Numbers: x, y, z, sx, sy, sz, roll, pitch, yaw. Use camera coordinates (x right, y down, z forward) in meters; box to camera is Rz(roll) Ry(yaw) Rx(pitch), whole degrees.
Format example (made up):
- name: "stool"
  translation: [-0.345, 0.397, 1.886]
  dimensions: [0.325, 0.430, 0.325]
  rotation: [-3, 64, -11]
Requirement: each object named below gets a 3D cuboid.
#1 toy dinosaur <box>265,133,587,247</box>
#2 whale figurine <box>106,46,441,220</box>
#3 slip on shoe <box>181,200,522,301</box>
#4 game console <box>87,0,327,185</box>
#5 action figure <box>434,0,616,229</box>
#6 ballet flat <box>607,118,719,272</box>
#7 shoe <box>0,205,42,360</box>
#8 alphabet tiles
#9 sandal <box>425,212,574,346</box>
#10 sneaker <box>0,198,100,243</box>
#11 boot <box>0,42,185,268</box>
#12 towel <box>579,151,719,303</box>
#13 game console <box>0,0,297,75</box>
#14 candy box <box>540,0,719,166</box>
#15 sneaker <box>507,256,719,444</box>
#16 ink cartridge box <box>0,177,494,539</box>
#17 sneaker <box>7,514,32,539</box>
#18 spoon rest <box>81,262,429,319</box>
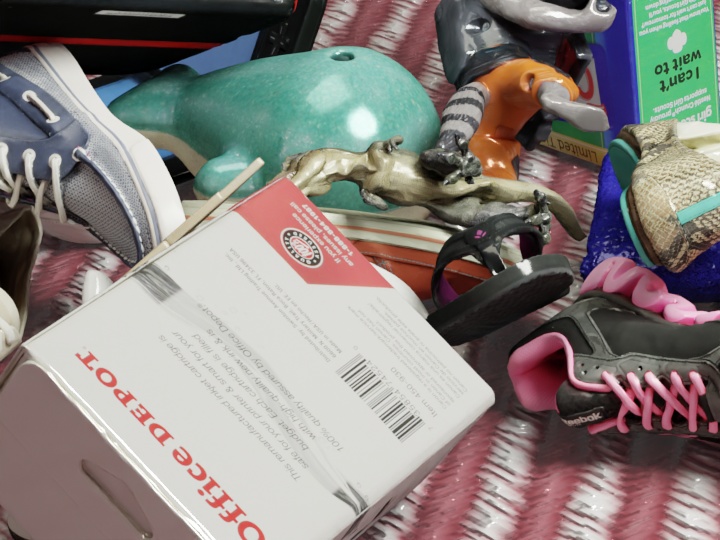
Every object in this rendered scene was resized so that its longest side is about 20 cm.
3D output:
- name: "toy dinosaur"
  translation: [0.053, -0.041, 1.560]
  dimensions: [0.199, 0.048, 0.088]
  rotation: [11, -3, -27]
- name: "whale figurine"
  translation: [-0.046, -0.086, 1.714]
  dimensions: [0.199, 0.104, 0.159]
  rotation: [22, 33, 24]
- name: "slip on shoe"
  translation: [0.000, 0.000, 1.596]
  dimensions: [0.199, 0.062, 0.074]
  rotation: [5, 3, -7]
- name: "game console"
  translation: [-0.132, -0.132, 1.872]
  dimensions: [0.116, 0.177, 0.200]
  rotation: [14, 11, -32]
- name: "action figure"
  translation: [0.087, -0.129, 1.669]
  dimensions: [0.104, 0.201, 0.194]
  rotation: [12, 38, -15]
- name: "ballet flat"
  translation: [0.166, -0.043, 1.496]
  dimensions: [0.075, 0.068, 0.200]
  rotation: [-24, 7, 7]
- name: "shoe"
  translation: [-0.206, 0.008, 1.609]
  dimensions: [0.053, 0.070, 0.200]
  rotation: [-13, 20, 5]
- name: "alphabet tiles"
  translation: [-0.117, 0.011, 1.421]
  dimensions: [0.166, 0.006, 0.200]
  rotation: [-43, 2, -14]
- name: "sandal"
  translation: [0.063, 0.003, 1.477]
  dimensions: [0.075, 0.048, 0.200]
  rotation: [-26, -4, 2]
- name: "sneaker"
  translation: [-0.226, -0.063, 1.727]
  dimensions: [0.199, 0.078, 0.099]
  rotation: [-2, -16, 15]
- name: "boot"
  translation: [-0.167, -0.049, 1.605]
  dimensions: [0.090, 0.073, 0.200]
  rotation: [-17, 37, -23]
- name: "towel"
  translation: [0.219, -0.030, 1.611]
  dimensions: [0.199, 0.050, 0.148]
  rotation: [-3, 22, 9]
- name: "game console"
  translation: [-0.161, -0.141, 1.685]
  dimensions: [0.199, 0.031, 0.176]
  rotation: [-1, -8, -35]
- name: "candy box"
  translation: [0.129, -0.173, 1.778]
  dimensions: [0.077, 0.201, 0.169]
  rotation: [-22, 26, -30]
- name: "sneaker"
  translation: [0.142, 0.055, 1.415]
  dimensions: [0.095, 0.079, 0.200]
  rotation: [-26, 21, -26]
- name: "ink cartridge box"
  translation: [-0.057, 0.067, 1.324]
  dimensions: [0.147, 0.083, 0.200]
  rotation: [46, 41, 8]
- name: "sneaker"
  translation: [-0.080, 0.060, 1.425]
  dimensions: [0.199, 0.091, 0.066]
  rotation: [-20, 27, -28]
- name: "spoon rest"
  translation: [-0.054, 0.031, 1.516]
  dimensions: [0.199, 0.099, 0.061]
  rotation: [-2, 60, 31]
